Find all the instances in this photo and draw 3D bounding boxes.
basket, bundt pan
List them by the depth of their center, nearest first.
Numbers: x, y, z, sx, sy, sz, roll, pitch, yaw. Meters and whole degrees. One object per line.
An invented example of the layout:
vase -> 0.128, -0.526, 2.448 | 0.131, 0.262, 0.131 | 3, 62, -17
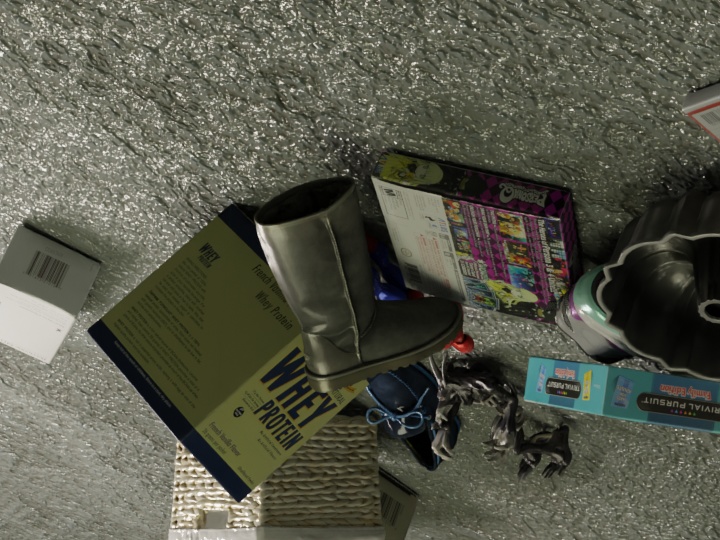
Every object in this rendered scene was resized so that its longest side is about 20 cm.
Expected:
bundt pan -> 0.300, 0.005, 1.446 | 0.201, 0.076, 0.202 | 12, 145, 9
basket -> -0.104, 0.259, 2.128 | 0.200, 0.161, 0.198 | 4, 171, -40

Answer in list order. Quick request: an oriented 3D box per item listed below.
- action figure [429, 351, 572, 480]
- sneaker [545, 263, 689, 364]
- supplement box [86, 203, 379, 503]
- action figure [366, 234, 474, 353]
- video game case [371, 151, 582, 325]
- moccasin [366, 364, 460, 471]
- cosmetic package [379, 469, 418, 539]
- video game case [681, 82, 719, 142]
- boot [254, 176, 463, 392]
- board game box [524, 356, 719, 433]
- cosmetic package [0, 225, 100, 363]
action figure -> 0.136, 0.165, 1.894 | 0.200, 0.102, 0.119 | 36, 164, -27
sneaker -> 0.264, 0.055, 1.598 | 0.200, 0.078, 0.140 | 25, 160, -14
supplement box -> -0.126, 0.081, 1.760 | 0.200, 0.200, 0.134 | 42, 171, 40
action figure -> 0.027, 0.031, 1.769 | 0.200, 0.065, 0.099 | 37, 143, -24
video game case -> 0.113, -0.025, 1.618 | 0.181, 0.036, 0.200 | 14, 153, 20
moccasin -> 0.060, 0.162, 1.989 | 0.080, 0.068, 0.200 | 2, 147, 39
cosmetic package -> -0.029, 0.323, 2.354 | 0.103, 0.087, 0.200 | 37, 151, -28
video game case -> 0.357, -0.087, 1.311 | 0.200, 0.017, 0.143 | 36, 152, -24
boot -> 0.002, 0.000, 1.624 | 0.073, 0.182, 0.200 | 32, 141, 55
board game box -> 0.258, 0.117, 1.634 | 0.151, 0.047, 0.200 | 9, 178, -14
cosmetic package -> -0.392, 0.032, 2.109 | 0.113, 0.081, 0.200 | 25, 154, -7
